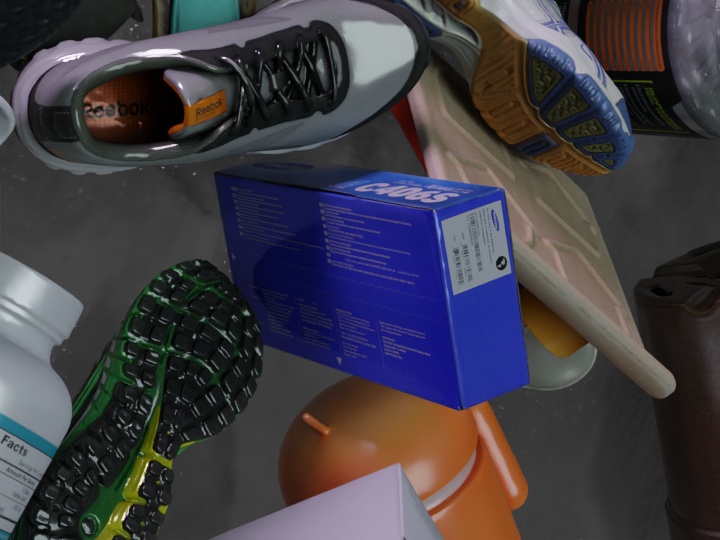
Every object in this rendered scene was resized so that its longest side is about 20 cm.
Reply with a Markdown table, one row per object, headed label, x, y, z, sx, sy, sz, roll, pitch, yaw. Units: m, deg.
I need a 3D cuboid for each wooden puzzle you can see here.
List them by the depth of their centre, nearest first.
| label | x | y | z | sx | sy | sz | roll | pitch | yaw |
| --- | --- | --- | --- | --- | --- | --- | --- | --- | --- |
| wooden puzzle | 0.078 | -0.030 | 0.876 | 0.046 | 0.200 | 0.185 | -39 | 127 | 17 |

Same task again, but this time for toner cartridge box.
| label | x | y | z | sx | sy | sz | roll | pitch | yaw |
| --- | --- | --- | --- | --- | --- | --- | --- | --- | --- |
| toner cartridge box | 0.000 | 0.000 | 0.791 | 0.043 | 0.200 | 0.095 | -17 | 107 | -31 |

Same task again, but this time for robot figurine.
| label | x | y | z | sx | sy | sz | roll | pitch | yaw |
| --- | --- | --- | --- | --- | --- | --- | --- | --- | --- |
| robot figurine | 0.026 | 0.138 | 0.887 | 0.143 | 0.117 | 0.200 | -22 | 113 | -1 |

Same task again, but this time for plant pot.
| label | x | y | z | sx | sy | sz | roll | pitch | yaw |
| --- | --- | --- | --- | --- | --- | --- | --- | --- | --- |
| plant pot | 0.269 | 0.086 | 1.029 | 0.200 | 0.200 | 0.199 | -25 | 103 | -32 |

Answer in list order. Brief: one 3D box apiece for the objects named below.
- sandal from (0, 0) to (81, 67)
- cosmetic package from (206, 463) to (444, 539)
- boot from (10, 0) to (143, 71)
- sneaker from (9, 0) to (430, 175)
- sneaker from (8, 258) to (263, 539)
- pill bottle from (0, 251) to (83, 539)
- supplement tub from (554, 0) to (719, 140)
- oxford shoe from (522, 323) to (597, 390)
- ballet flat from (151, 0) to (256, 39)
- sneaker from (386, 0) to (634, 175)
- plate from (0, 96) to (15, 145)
| label | x | y | z | sx | sy | sz | roll | pitch | yaw |
| --- | --- | --- | --- | --- | --- | --- | --- | --- | --- |
| sandal | -0.201 | -0.100 | 0.665 | 0.200 | 0.048 | 0.075 | -28 | 149 | 14 |
| cosmetic package | -0.044 | 0.190 | 0.794 | 0.200 | 0.081 | 0.113 | -22 | 117 | 10 |
| boot | -0.191 | -0.126 | 0.715 | 0.200 | 0.077 | 0.139 | -34 | 127 | -20 |
| sneaker | -0.056 | -0.081 | 0.742 | 0.200 | 0.079 | 0.074 | -15 | 105 | -20 |
| sneaker | -0.120 | 0.073 | 0.796 | 0.078 | 0.085 | 0.200 | 47 | 53 | -20 |
| pill bottle | -0.200 | 0.086 | 0.709 | 0.111 | 0.111 | 0.200 | 37 | 74 | -35 |
| supplement tub | 0.175 | -0.136 | 0.906 | 0.122 | 0.200 | 0.123 | -7 | 101 | -37 |
| oxford shoe | 0.071 | 0.020 | 0.928 | 0.075 | 0.058 | 0.200 | -47 | 126 | 6 |
| ballet flat | -0.080 | -0.156 | 0.796 | 0.068 | 0.063 | 0.201 | 5 | 99 | -15 |
| sneaker | 0.083 | -0.137 | 0.853 | 0.200 | 0.075 | 0.088 | 44 | 51 | -24 |
| plate | -0.270 | -0.065 | 0.621 | 0.199 | 0.032 | 0.200 | -36 | 128 | 22 |
